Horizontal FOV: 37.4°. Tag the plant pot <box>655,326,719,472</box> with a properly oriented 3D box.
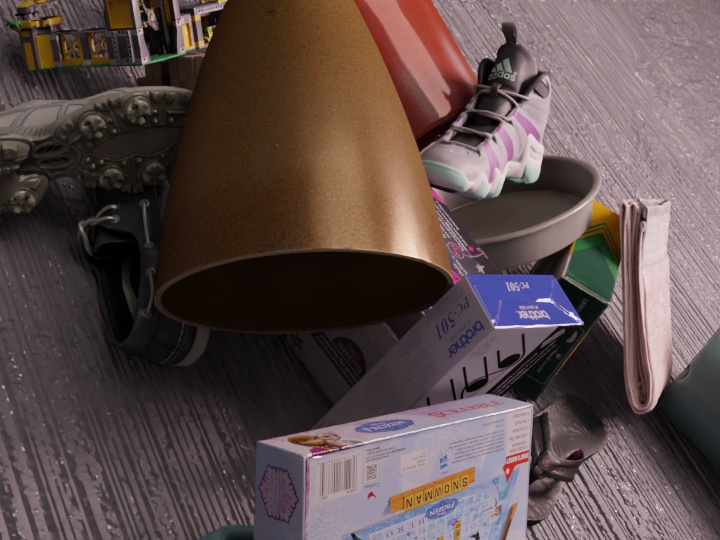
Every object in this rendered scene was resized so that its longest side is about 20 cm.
[{"bbox_3d":[0.408,0.140,1.031,0.196,0.201,0.200,42,33,16],"label":"plant pot"}]

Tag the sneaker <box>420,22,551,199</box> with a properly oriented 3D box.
[{"bbox_3d":[0.110,-0.141,0.908,0.077,0.141,0.200,18,19,22],"label":"sneaker"}]

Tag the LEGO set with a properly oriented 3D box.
[{"bbox_3d":[-0.191,-0.238,0.879,0.153,0.117,0.200,8,23,35],"label":"LEGO set"}]

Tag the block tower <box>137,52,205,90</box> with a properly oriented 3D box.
[{"bbox_3d":[-0.095,-0.149,0.866,0.199,0.054,0.058,7,17,34],"label":"block tower"}]

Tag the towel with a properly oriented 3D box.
[{"bbox_3d":[0.279,0.026,1.025,0.200,0.032,0.192,-11,99,-68],"label":"towel"}]

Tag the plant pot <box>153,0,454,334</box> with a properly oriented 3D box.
[{"bbox_3d":[-0.040,-0.077,0.690,0.186,0.186,0.201,10,68,-37],"label":"plant pot"}]

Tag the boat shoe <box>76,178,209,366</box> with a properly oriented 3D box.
[{"bbox_3d":[-0.164,-0.024,0.752,0.062,0.073,0.201,7,51,-45],"label":"boat shoe"}]

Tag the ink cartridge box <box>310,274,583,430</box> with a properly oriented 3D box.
[{"bbox_3d":[0.050,0.080,0.726,0.094,0.200,0.044,1,52,-43],"label":"ink cartridge box"}]

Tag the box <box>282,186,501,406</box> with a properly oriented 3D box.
[{"bbox_3d":[0.000,0.000,0.830,0.114,0.132,0.200,-16,62,-47],"label":"box"}]

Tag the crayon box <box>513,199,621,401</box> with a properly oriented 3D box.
[{"bbox_3d":[0.193,0.016,0.999,0.051,0.126,0.200,31,34,1],"label":"crayon box"}]

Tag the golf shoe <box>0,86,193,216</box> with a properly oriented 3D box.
[{"bbox_3d":[-0.199,-0.099,0.740,0.199,0.079,0.097,-14,41,-13],"label":"golf shoe"}]

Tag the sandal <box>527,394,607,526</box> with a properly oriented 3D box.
[{"bbox_3d":[0.160,0.146,0.896,0.075,0.048,0.200,48,34,10],"label":"sandal"}]

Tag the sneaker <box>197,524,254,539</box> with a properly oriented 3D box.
[{"bbox_3d":[-0.018,0.192,0.639,0.199,0.082,0.074,13,44,-35],"label":"sneaker"}]

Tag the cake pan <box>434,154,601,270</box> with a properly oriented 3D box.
[{"bbox_3d":[0.126,-0.053,0.990,0.200,0.199,0.037,-55,135,-56],"label":"cake pan"}]

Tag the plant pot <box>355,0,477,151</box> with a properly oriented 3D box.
[{"bbox_3d":[0.012,-0.191,1.019,0.200,0.201,0.196,-22,75,-53],"label":"plant pot"}]

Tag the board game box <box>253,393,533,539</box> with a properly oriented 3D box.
[{"bbox_3d":[0.023,0.184,0.615,0.199,0.041,0.201,-2,97,-46],"label":"board game box"}]
